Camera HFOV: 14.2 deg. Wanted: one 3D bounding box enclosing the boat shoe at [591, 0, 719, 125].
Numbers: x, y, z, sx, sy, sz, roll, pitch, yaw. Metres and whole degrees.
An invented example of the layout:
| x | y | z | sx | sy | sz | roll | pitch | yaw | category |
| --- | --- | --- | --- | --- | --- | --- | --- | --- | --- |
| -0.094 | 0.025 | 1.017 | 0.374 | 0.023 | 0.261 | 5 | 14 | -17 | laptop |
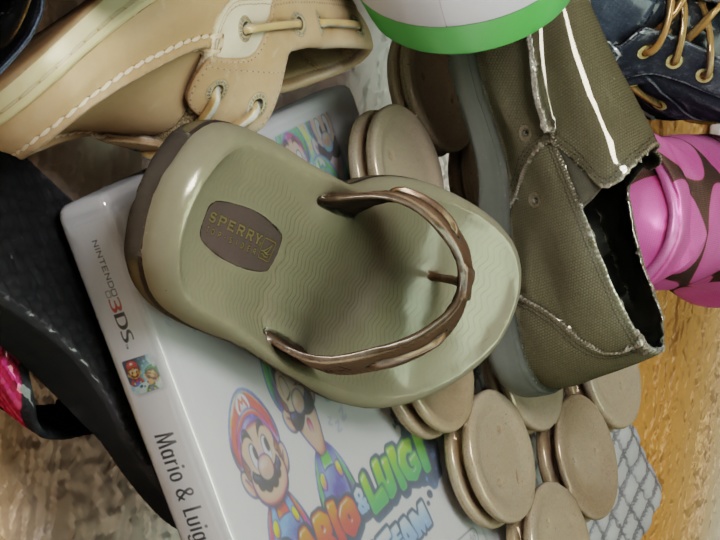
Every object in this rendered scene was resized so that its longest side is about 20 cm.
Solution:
| x | y | z | sx | sy | sz | roll | pitch | yaw | category |
| --- | --- | --- | --- | --- | --- | --- | --- | --- | --- |
| 0.132 | -0.110 | 1.247 | 0.200 | 0.091 | 0.071 | 28 | 77 | -62 | boat shoe |

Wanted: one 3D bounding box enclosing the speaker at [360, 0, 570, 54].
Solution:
| x | y | z | sx | sy | sz | roll | pitch | yaw | category |
| --- | --- | --- | --- | --- | --- | --- | --- | --- | --- |
| 0.020 | -0.170 | 0.920 | 0.089 | 0.088 | 0.200 | -53 | 143 | -37 | speaker |

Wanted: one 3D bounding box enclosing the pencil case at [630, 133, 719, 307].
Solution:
| x | y | z | sx | sy | sz | roll | pitch | yaw | category |
| --- | --- | --- | --- | --- | --- | --- | --- | --- | --- |
| 0.132 | -0.021 | 1.299 | 0.200 | 0.094 | 0.091 | 5 | 54 | -62 | pencil case |

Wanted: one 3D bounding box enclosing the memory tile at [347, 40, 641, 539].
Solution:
| x | y | z | sx | sy | sz | roll | pitch | yaw | category |
| --- | --- | --- | --- | --- | --- | --- | --- | --- | --- |
| 0.047 | 0.020 | 1.078 | 0.200 | 0.017 | 0.153 | 57 | 34 | -30 | memory tile |

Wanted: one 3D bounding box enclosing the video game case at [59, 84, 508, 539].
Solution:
| x | y | z | sx | sy | sz | roll | pitch | yaw | category |
| --- | --- | --- | --- | --- | --- | --- | --- | --- | --- |
| -0.019 | 0.040 | 0.991 | 0.200 | 0.024 | 0.183 | -31 | 103 | -63 | video game case |

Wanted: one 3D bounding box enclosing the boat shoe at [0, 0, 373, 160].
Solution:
| x | y | z | sx | sy | sz | roll | pitch | yaw | category |
| --- | --- | --- | --- | --- | --- | --- | --- | --- | --- |
| -0.051 | -0.068 | 0.919 | 0.065 | 0.071 | 0.200 | 60 | 34 | -3 | boat shoe |

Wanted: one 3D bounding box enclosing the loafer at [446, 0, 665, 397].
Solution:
| x | y | z | sx | sy | sz | roll | pitch | yaw | category |
| --- | --- | --- | --- | --- | --- | --- | --- | --- | --- |
| 0.078 | -0.054 | 1.045 | 0.075 | 0.069 | 0.201 | -29 | 115 | -60 | loafer |

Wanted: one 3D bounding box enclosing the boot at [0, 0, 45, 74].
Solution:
| x | y | z | sx | sy | sz | roll | pitch | yaw | category |
| --- | --- | --- | --- | --- | --- | --- | --- | --- | --- |
| -0.109 | -0.091 | 0.797 | 0.200 | 0.097 | 0.075 | -47 | 140 | -43 | boot |

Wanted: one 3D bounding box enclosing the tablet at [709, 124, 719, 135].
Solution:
| x | y | z | sx | sy | sz | roll | pitch | yaw | category |
| --- | --- | --- | --- | --- | --- | --- | --- | --- | --- |
| 0.235 | -0.112 | 1.523 | 0.200 | 0.014 | 0.131 | 15 | 88 | -63 | tablet |

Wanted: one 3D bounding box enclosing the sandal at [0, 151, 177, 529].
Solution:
| x | y | z | sx | sy | sz | roll | pitch | yaw | category |
| --- | --- | --- | --- | --- | --- | --- | --- | --- | --- |
| -0.100 | 0.016 | 0.927 | 0.200 | 0.045 | 0.075 | 50 | 36 | -42 | sandal |

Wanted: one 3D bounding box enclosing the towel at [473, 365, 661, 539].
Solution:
| x | y | z | sx | sy | sz | roll | pitch | yaw | category |
| --- | --- | --- | --- | --- | --- | --- | --- | --- | --- |
| 0.035 | 0.105 | 1.174 | 0.200 | 0.085 | 0.166 | -63 | 143 | -33 | towel |

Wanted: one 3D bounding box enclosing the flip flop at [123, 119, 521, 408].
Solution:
| x | y | z | sx | sy | sz | roll | pitch | yaw | category |
| --- | --- | --- | --- | --- | --- | --- | --- | --- | --- |
| 0.000 | 0.000 | 0.930 | 0.200 | 0.057 | 0.081 | 24 | 79 | -57 | flip flop |
